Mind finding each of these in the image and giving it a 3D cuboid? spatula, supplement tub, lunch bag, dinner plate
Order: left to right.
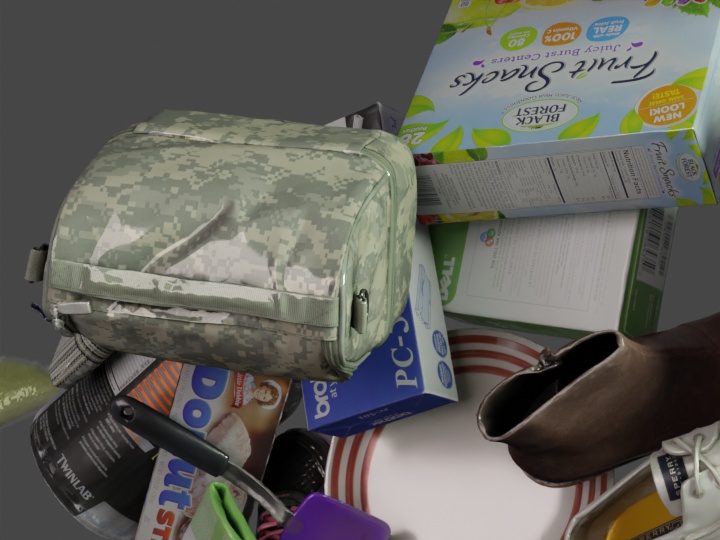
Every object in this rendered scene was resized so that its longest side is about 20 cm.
[{"bbox_3d":[-0.124,0.087,1.253,0.200,0.122,0.123,-41,61,16],"label":"supplement tub"},{"bbox_3d":[-0.077,-0.009,1.058,0.198,0.168,0.140,8,107,12],"label":"lunch bag"},{"bbox_3d":[-0.076,0.138,1.159,0.199,0.021,0.057,32,106,1],"label":"spatula"},{"bbox_3d":[0.071,0.138,1.172,0.199,0.024,0.202,-6,73,20],"label":"dinner plate"}]

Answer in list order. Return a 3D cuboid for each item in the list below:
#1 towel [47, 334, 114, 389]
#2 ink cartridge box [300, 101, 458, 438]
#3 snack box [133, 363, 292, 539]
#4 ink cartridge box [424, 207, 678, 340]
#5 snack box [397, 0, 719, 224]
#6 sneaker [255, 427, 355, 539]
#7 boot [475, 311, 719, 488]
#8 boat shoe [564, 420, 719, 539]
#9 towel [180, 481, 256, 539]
[{"bbox_3d":[-0.134,-0.018,1.262,0.192,0.200,0.035,-42,101,16],"label":"towel"},{"bbox_3d":[0.000,0.000,1.179,0.094,0.044,0.201,-20,68,30],"label":"ink cartridge box"},{"bbox_3d":[-0.103,0.140,1.197,0.071,0.024,0.201,15,114,-6],"label":"snack box"},{"bbox_3d":[0.102,-0.015,1.180,0.199,0.059,0.105,7,82,34],"label":"ink cartridge box"},{"bbox_3d":[0.137,-0.113,1.133,0.199,0.068,0.169,-4,44,29],"label":"snack box"},{"bbox_3d":[-0.048,0.202,1.197,0.079,0.095,0.202,-12,71,31],"label":"sneaker"},{"bbox_3d":[0.173,0.063,1.048,0.199,0.166,0.073,-32,67,9],"label":"boot"},{"bbox_3d":[0.200,0.125,1.047,0.200,0.070,0.071,-36,48,36],"label":"boat shoe"},{"bbox_3d":[-0.098,0.255,1.158,0.149,0.031,0.201,53,134,32],"label":"towel"}]
